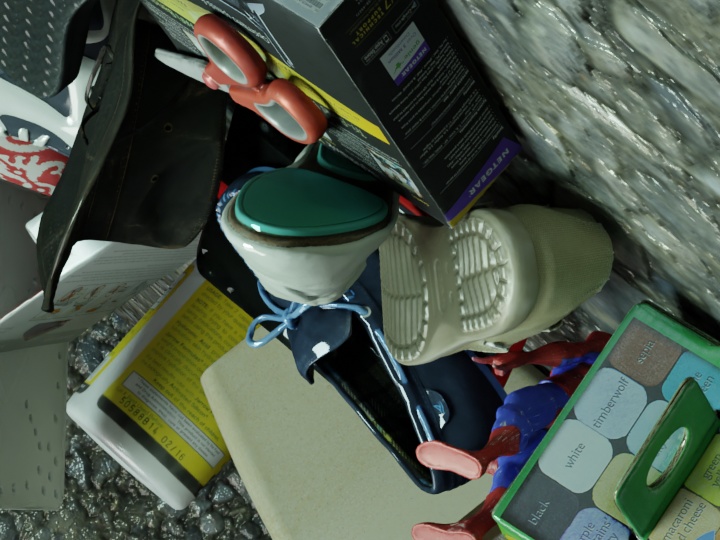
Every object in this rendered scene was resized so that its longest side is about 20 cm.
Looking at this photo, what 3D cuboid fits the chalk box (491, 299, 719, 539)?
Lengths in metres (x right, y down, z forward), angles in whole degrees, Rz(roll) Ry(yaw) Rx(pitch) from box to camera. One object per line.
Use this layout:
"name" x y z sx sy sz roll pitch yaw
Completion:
"chalk box" 0.147 0.106 1.066 0.124 0.125 0.200 33 170 17

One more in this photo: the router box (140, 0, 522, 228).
"router box" -0.037 -0.118 1.026 0.200 0.052 0.157 35 169 35

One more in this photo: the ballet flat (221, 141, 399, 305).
"ballet flat" -0.016 -0.020 1.080 0.069 0.069 0.200 42 -156 -3

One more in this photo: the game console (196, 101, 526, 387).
"game console" 0.000 0.000 1.268 0.200 0.031 0.177 39 145 16

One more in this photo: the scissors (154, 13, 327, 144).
"scissors" -0.059 -0.082 1.076 0.073 0.014 0.200 42 171 -10

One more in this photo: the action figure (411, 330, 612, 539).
"action figure" 0.084 0.071 1.133 0.052 0.200 0.066 9 111 30

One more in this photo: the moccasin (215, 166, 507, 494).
"moccasin" -0.005 0.029 1.213 0.200 0.068 0.081 43 145 12

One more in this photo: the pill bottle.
"pill bottle" -0.099 0.057 1.627 0.111 0.200 0.111 40 171 7

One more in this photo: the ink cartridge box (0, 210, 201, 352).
"ink cartridge box" -0.153 -0.014 1.430 0.044 0.173 0.200 59 -167 6

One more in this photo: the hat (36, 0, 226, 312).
"hat" -0.110 -0.067 1.251 0.081 0.201 0.201 16 176 -13

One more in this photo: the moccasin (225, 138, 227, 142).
"moccasin" -0.004 -0.014 1.342 0.201 0.074 0.078 48 -177 28

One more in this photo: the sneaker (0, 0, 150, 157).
"sneaker" -0.193 -0.092 1.380 0.130 0.199 0.080 52 -164 -24

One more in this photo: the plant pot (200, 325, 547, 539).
"plant pot" 0.009 0.105 1.491 0.177 0.200 0.200 51 173 13

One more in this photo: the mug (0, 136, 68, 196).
"mug" -0.200 -0.098 1.526 0.178 0.133 0.200 56 -177 31

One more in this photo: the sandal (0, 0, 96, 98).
"sandal" -0.155 -0.164 1.234 0.075 0.048 0.200 43 149 3

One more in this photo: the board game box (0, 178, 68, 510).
"board game box" -0.228 0.045 1.449 0.026 0.201 0.200 -1 174 14

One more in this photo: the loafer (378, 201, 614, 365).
"loafer" 0.059 0.006 1.104 0.200 0.068 0.076 179 88 -73
